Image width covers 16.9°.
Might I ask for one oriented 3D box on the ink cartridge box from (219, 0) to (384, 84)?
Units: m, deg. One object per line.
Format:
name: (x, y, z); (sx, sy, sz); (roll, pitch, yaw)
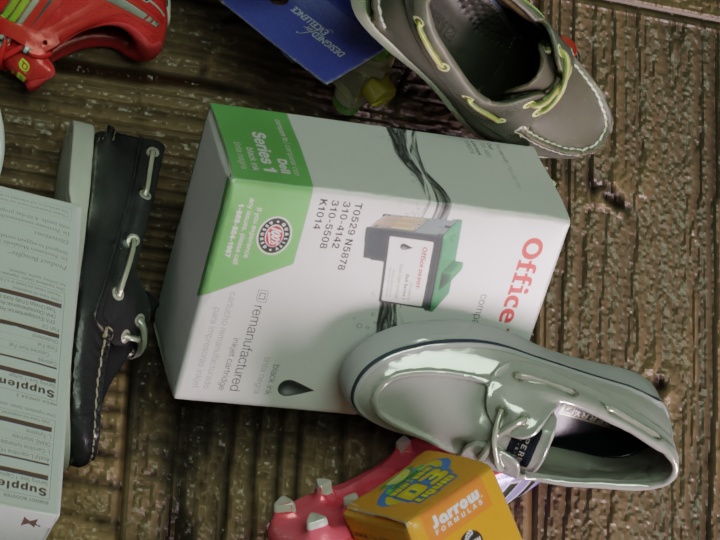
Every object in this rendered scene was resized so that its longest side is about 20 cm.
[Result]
ink cartridge box: (-0.002, -0.211, 1.416); (0.199, 0.047, 0.197); (-29, 50, -27)

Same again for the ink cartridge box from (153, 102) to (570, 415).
ink cartridge box: (0.000, 0.000, 1.345); (0.198, 0.147, 0.085); (6, 30, -18)

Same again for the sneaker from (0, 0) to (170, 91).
sneaker: (-0.198, -0.143, 1.360); (0.198, 0.077, 0.086); (-5, 81, -22)

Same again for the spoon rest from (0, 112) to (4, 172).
spoon rest: (-0.250, -0.104, 1.293); (0.201, 0.060, 0.100); (56, 47, -36)

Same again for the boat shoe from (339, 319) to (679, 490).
boat shoe: (0.085, 0.083, 1.330); (0.199, 0.072, 0.066); (16, 29, -25)

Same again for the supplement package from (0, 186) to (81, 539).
supplement package: (-0.212, 0.062, 1.232); (0.109, 0.114, 0.201); (13, 46, -16)

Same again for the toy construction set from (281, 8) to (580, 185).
toy construction set: (0.054, -0.105, 1.434); (0.200, 0.092, 0.131); (47, 53, -6)

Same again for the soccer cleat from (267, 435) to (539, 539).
soccer cleat: (0.032, 0.139, 1.375); (0.199, 0.067, 0.077); (-20, 119, -33)

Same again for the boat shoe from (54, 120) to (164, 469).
boat shoe: (-0.140, 0.014, 1.337); (0.060, 0.074, 0.202); (7, 63, -14)

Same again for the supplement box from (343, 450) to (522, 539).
supplement box: (0.067, 0.201, 1.323); (0.066, 0.069, 0.201); (-33, 107, -26)

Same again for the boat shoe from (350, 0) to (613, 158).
boat shoe: (0.078, -0.114, 1.344); (0.201, 0.060, 0.072); (33, 84, -39)
